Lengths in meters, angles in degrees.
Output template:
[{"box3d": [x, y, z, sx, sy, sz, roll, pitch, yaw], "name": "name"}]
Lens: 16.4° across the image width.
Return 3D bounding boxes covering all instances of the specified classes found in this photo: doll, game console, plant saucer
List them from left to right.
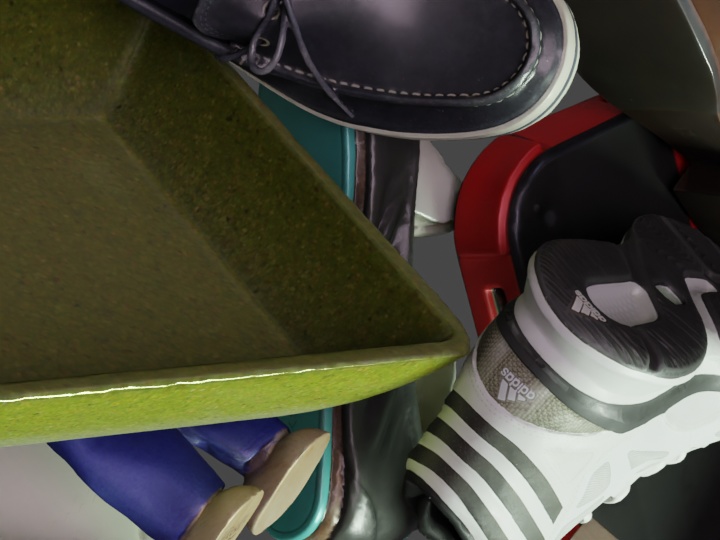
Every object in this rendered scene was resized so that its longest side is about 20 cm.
[{"box3d": [-0.110, 0.016, 0.793, 0.200, 0.048, 0.136, 39, 39, 12], "name": "doll"}, {"box3d": [-0.099, -0.013, 0.750, 0.200, 0.200, 0.048, -4, 130, -39], "name": "plant saucer"}, {"box3d": [0.122, 0.027, 0.909, 0.177, 0.031, 0.200, -25, 108, -35], "name": "game console"}]

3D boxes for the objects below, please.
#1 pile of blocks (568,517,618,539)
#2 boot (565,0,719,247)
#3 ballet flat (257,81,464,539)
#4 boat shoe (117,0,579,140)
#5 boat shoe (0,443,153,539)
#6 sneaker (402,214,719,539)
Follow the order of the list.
[{"box3d": [0.011, 0.153, 0.870, 0.062, 0.082, 0.200, 41, 99, 7], "name": "pile of blocks"}, {"box3d": [0.157, -0.125, 0.869, 0.200, 0.064, 0.186, -53, 134, -20], "name": "boot"}, {"box3d": [0.000, 0.000, 0.865, 0.068, 0.068, 0.200, 4, 88, -35], "name": "ballet flat"}, {"box3d": [-0.027, -0.095, 0.802, 0.200, 0.062, 0.075, 24, 95, 12], "name": "boat shoe"}, {"box3d": [-0.090, 0.099, 0.837, 0.072, 0.060, 0.202, -28, 84, -13], "name": "boat shoe"}, {"box3d": [0.074, 0.047, 0.823, 0.115, 0.200, 0.076, -49, 67, 20], "name": "sneaker"}]
